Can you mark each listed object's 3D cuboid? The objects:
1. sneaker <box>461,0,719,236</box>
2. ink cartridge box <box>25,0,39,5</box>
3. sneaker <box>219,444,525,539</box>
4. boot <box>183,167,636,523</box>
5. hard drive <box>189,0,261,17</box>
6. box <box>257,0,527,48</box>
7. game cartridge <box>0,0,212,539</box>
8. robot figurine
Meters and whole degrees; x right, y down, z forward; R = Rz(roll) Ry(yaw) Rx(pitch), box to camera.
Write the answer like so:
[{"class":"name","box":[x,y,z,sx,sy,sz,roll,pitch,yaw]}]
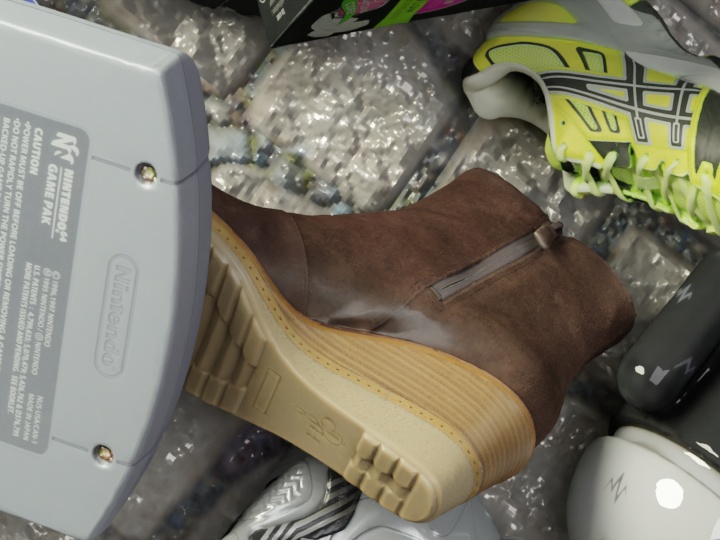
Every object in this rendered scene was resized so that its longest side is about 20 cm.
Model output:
[{"class":"sneaker","box":[0.122,-0.048,1.020,0.076,0.200,0.075,-39,138,-13]},{"class":"ink cartridge box","box":[-0.139,-0.038,0.998,0.094,0.044,0.200,-38,96,-17]},{"class":"sneaker","box":[-0.018,0.144,1.004,0.200,0.075,0.115,-43,95,-18]},{"class":"boot","box":[0.000,0.000,0.999,0.200,0.072,0.166,41,42,6]},{"class":"hard drive","box":[-0.103,-0.194,0.998,0.200,0.038,0.140,19,70,-23]},{"class":"box","box":[0.061,-0.178,0.957,0.200,0.149,0.125,-13,81,-21]},{"class":"game cartridge","box":[-0.123,-0.002,0.931,0.133,0.040,0.200,20,118,16]},{"class":"robot figurine","box":[0.176,0.073,1.040,0.150,0.125,0.200,42,75,9]}]
